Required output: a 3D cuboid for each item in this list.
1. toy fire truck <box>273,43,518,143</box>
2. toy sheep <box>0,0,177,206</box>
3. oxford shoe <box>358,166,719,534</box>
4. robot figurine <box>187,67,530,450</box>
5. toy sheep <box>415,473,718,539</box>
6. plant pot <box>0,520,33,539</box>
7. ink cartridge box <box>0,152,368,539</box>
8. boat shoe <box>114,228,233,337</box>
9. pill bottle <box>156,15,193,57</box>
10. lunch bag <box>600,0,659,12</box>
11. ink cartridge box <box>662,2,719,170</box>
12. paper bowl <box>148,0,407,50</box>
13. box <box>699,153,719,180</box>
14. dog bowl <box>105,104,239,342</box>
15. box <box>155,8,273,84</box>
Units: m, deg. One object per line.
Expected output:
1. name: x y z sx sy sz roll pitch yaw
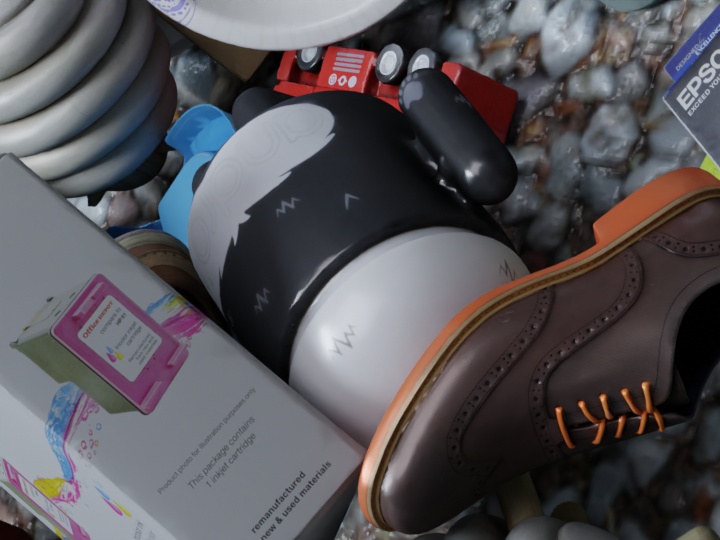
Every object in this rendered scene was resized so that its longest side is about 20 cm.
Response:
1. toy fire truck: 0.016 -0.039 1.028 0.199 0.049 0.142 14 85 49
2. toy sheep: -0.166 -0.115 1.084 0.137 0.200 0.139 -23 42 23
3. oxford shoe: 0.086 0.040 0.798 0.200 0.071 0.073 -40 48 -9
4. robot figurine: 0.001 0.001 0.902 0.124 0.151 0.200 -22 45 -15
5. toy sheep: 0.060 0.158 0.832 0.200 0.138 0.139 -39 49 19
6. plant pot: -0.267 0.224 1.109 0.176 0.199 0.201 -40 48 17
7. ink cartridge box: -0.104 0.064 0.867 0.200 0.145 0.085 40 67 9
8. boat shoe: -0.082 0.081 0.990 0.075 0.202 0.072 -24 24 -16
9. pill bottle: -0.166 -0.210 1.245 0.110 0.109 0.200 -58 43 9
10. lunch bag: 0.130 -0.231 0.972 0.160 0.077 0.201 -33 51 31
11. ink cartridge box: 0.186 -0.064 0.803 0.100 0.039 0.201 -51 43 19
12. paper bowl: -0.040 -0.222 1.044 0.201 0.200 0.105 -44 14 23
13. box: 0.226 -0.030 0.809 0.200 0.047 0.123 31 97 48
14. dog bowl: -0.087 0.000 1.080 0.200 0.049 0.112 -52 44 42
15. box: -0.092 -0.227 1.125 0.164 0.199 0.021 -52 3 5
